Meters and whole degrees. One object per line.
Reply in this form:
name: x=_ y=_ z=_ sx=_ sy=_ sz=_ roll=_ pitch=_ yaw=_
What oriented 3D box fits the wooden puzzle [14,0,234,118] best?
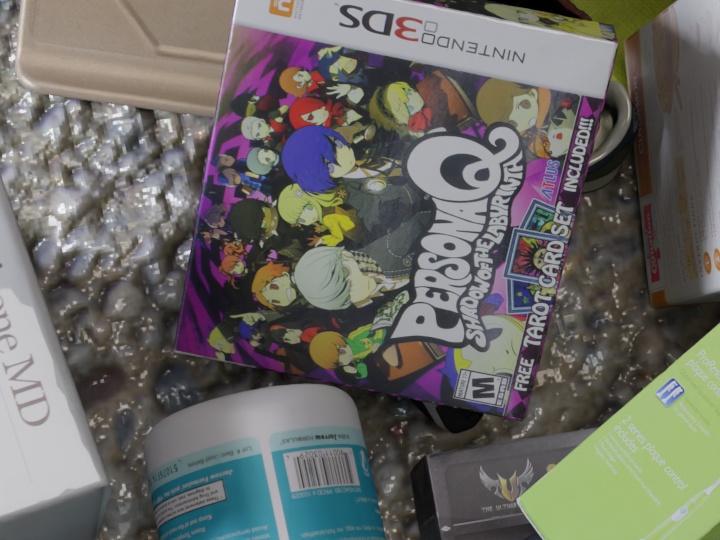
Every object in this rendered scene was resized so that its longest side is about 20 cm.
wooden puzzle: x=-0.086 y=-0.186 z=1.083 sx=0.184 sy=0.037 sz=0.201 roll=7 pitch=104 yaw=-6

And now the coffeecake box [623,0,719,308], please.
coffeecake box: x=0.202 y=-0.067 z=1.024 sx=0.073 sy=0.200 sz=0.154 roll=-5 pitch=85 yaw=-9

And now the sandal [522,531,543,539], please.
sandal: x=0.142 y=0.127 z=0.996 sx=0.200 sy=0.076 sz=0.043 roll=-24 pitch=39 yaw=-14

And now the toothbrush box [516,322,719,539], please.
toothbrush box: x=0.195 y=0.097 z=0.916 sx=0.200 sy=0.146 sz=0.086 roll=-41 pitch=44 yaw=5

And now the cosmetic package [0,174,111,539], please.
cosmetic package: x=-0.239 y=0.073 z=0.946 sx=0.199 sy=0.165 sz=0.165 roll=-19 pitch=78 yaw=-14

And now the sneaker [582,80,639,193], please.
sneaker: x=0.056 y=-0.069 z=1.072 sx=0.199 sy=0.090 sz=0.067 roll=-9 pitch=77 yaw=-10

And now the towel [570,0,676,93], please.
towel: x=0.156 y=-0.145 z=1.149 sx=0.200 sy=0.018 sz=0.086 roll=41 pitch=71 yaw=5

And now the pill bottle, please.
pill bottle: x=-0.036 y=0.164 z=0.979 sx=0.110 sy=0.111 sz=0.201 roll=-9 pitch=75 yaw=-11

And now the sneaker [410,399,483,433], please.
sneaker: x=0.000 y=0.000 z=1.055 sx=0.200 sy=0.083 sz=0.072 roll=58 pitch=46 yaw=-17

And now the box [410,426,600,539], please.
box: x=0.138 y=0.161 z=1.038 sx=0.199 sy=0.048 sz=0.159 roll=-9 pitch=74 yaw=-11

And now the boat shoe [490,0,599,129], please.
boat shoe: x=0.077 y=-0.135 z=1.049 sx=0.070 sy=0.200 sz=0.071 roll=-14 pitch=120 yaw=-16

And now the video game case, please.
video game case: x=0.014 y=-0.038 z=0.966 sx=0.181 sy=0.036 sz=0.201 roll=12 pitch=111 yaw=-2
